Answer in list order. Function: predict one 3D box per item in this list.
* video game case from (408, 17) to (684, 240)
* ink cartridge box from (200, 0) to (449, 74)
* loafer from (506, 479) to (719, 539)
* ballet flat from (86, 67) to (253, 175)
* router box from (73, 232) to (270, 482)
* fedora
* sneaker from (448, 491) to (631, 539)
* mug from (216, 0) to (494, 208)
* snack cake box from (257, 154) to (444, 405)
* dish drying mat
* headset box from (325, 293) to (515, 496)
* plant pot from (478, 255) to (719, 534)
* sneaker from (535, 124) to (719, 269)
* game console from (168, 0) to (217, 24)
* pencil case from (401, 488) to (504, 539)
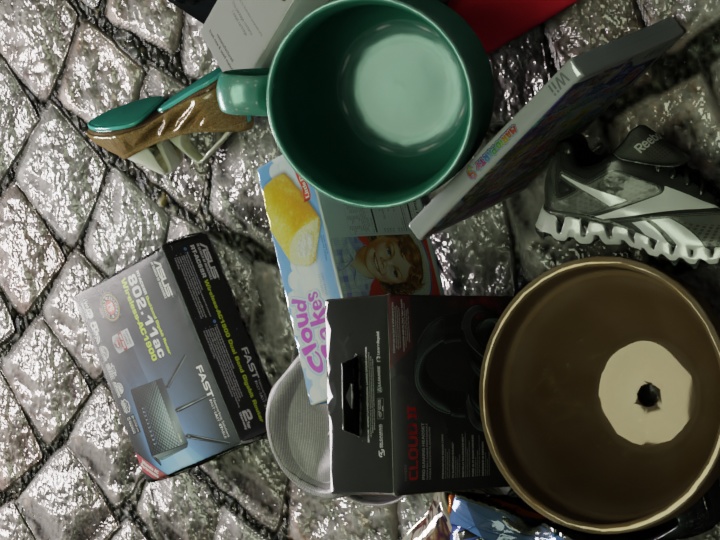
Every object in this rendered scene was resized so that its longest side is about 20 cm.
[{"bbox_3d":[0.134,-0.102,1.365,0.018,0.143,0.200,53,132,10],"label":"video game case"},{"bbox_3d":[-0.009,-0.225,1.438,0.200,0.144,0.084,-55,50,32],"label":"ink cartridge box"},{"bbox_3d":[0.185,0.183,1.460,0.200,0.070,0.068,-9,97,44],"label":"loafer"},{"bbox_3d":[-0.168,-0.127,1.702,0.200,0.068,0.072,-15,112,40],"label":"ballet flat"},{"bbox_3d":[-0.171,0.084,1.763,0.150,0.062,0.201,-27,85,43],"label":"router box"},{"bbox_3d":[-0.018,0.116,1.611,0.177,0.090,0.201,32,123,31],"label":"fedora"},{"bbox_3d":[0.141,0.223,1.393,0.200,0.075,0.079,16,97,49],"label":"sneaker"},{"bbox_3d":[0.008,-0.137,1.372,0.185,0.114,0.152,36,109,7],"label":"mug"},{"bbox_3d":[0.000,0.000,1.518,0.067,0.115,0.201,-24,75,45],"label":"snack cake box"},{"bbox_3d":[0.092,-0.207,1.457,0.200,0.018,0.077,-26,85,44],"label":"dish drying mat"},{"bbox_3d":[0.057,0.094,1.438,0.077,0.200,0.150,-6,83,47],"label":"headset box"},{"bbox_3d":[0.195,0.091,1.389,0.200,0.093,0.202,-2,87,33],"label":"plant pot"},{"bbox_3d":[0.216,-0.056,1.346,0.199,0.066,0.091,10,111,31],"label":"sneaker"},{"bbox_3d":[-0.104,-0.265,1.535,0.177,0.031,0.200,36,144,-27],"label":"game console"},{"bbox_3d":[0.058,0.250,1.593,0.089,0.078,0.200,37,129,4],"label":"pencil case"}]
